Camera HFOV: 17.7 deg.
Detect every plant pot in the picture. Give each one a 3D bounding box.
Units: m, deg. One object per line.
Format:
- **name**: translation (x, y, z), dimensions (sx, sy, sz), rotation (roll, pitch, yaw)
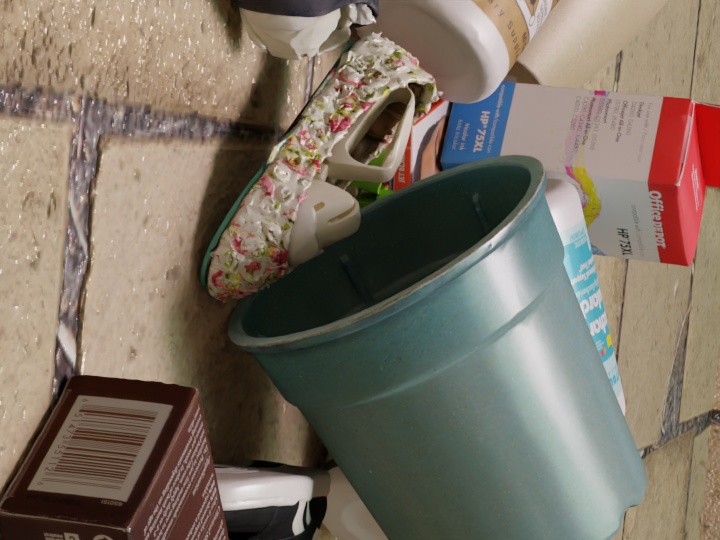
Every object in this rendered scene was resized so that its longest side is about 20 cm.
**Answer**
- **plant pot**: translation (0.140, -0.214, 1.698), dimensions (0.200, 0.187, 0.188), rotation (-60, 155, -23)
- **plant pot**: translation (0.057, 0.070, 1.320), dimensions (0.197, 0.200, 0.200), rotation (62, 28, -15)

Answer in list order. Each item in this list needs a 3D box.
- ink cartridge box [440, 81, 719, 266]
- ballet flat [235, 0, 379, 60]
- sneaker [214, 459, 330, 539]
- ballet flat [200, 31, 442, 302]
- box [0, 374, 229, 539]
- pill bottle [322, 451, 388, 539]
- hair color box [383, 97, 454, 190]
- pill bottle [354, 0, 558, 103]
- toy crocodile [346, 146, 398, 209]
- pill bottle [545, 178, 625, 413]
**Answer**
- **ink cartridge box**: translation (0.163, -0.063, 1.533), dimensions (0.116, 0.199, 0.068), rotation (66, 35, -61)
- **ballet flat**: translation (-0.029, -0.154, 1.308), dimensions (0.200, 0.073, 0.073), rotation (-31, 125, -72)
- **sneaker**: translation (-0.061, 0.167, 1.303), dimensions (0.200, 0.073, 0.112), rotation (14, 81, -75)
- **ballet flat**: translation (-0.017, -0.057, 1.311), dimensions (0.200, 0.064, 0.076), rotation (-58, 160, -28)
- **box**: translation (-0.112, 0.158, 1.138), dimensions (0.100, 0.075, 0.201), rotation (-65, 154, -47)
- **pill bottle**: translation (0.045, 0.088, 1.564), dimensions (0.111, 0.111, 0.201), rotation (73, 28, -53)
- **hair color box**: translation (0.035, -0.077, 1.558), dimensions (0.200, 0.061, 0.102), rotation (-44, 139, -64)
- **pill bottle**: translation (0.089, -0.217, 1.499), dimensions (0.200, 0.114, 0.115), rotation (-55, 153, -22)
- **toy crocodile**: translation (0.000, 0.000, 1.456), dimensions (0.062, 0.067, 0.201), rotation (-51, 144, -62)
- **pill bottle**: translation (0.105, 0.050, 1.464), dimensions (0.111, 0.110, 0.201), rotation (-39, 117, -67)
